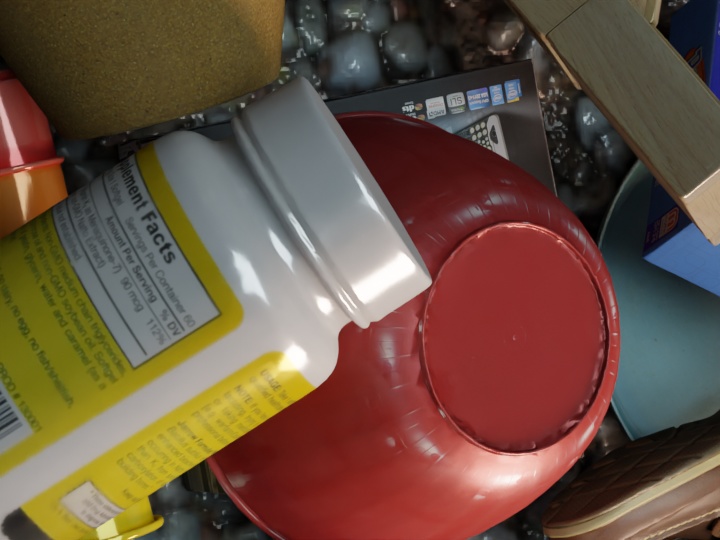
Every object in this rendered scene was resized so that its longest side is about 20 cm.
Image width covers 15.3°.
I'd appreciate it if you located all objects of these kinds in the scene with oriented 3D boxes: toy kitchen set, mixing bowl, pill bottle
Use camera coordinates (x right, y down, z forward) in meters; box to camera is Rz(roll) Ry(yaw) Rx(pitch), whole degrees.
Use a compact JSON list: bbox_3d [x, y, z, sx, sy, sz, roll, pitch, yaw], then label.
[{"bbox_3d":[0.182,-0.137,1.212,0.200,0.163,0.181,-39,68,5],"label":"toy kitchen set"},{"bbox_3d":[0.035,0.028,1.125,0.200,0.108,0.201,2,87,-32],"label":"mixing bowl"},{"bbox_3d":[-0.080,0.019,1.023,0.200,0.114,0.114,-32,107,3],"label":"pill bottle"}]

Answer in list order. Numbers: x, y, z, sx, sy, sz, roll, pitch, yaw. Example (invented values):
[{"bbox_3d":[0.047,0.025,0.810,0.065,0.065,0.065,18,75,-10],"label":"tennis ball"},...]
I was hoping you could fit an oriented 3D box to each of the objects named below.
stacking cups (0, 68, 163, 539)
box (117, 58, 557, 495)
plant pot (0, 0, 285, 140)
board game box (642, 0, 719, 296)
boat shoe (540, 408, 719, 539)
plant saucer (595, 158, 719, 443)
[{"bbox_3d":[-0.136,0.018,1.107,0.060,0.060,0.200,-18,94,-32],"label":"stacking cups"},{"bbox_3d":[0.000,0.000,1.196,0.200,0.050,0.158,-13,95,-32],"label":"box"},{"bbox_3d":[-0.102,-0.160,1.062,0.186,0.186,0.200,-23,102,-31],"label":"plant pot"},{"bbox_3d":[0.235,-0.033,1.293,0.200,0.045,0.152,26,52,-21],"label":"board game box"},{"bbox_3d":[0.173,0.102,1.258,0.200,0.072,0.068,-22,98,-34],"label":"boat shoe"},{"bbox_3d":[0.187,0.019,1.329,0.200,0.027,0.201,2,87,-32],"label":"plant saucer"}]
